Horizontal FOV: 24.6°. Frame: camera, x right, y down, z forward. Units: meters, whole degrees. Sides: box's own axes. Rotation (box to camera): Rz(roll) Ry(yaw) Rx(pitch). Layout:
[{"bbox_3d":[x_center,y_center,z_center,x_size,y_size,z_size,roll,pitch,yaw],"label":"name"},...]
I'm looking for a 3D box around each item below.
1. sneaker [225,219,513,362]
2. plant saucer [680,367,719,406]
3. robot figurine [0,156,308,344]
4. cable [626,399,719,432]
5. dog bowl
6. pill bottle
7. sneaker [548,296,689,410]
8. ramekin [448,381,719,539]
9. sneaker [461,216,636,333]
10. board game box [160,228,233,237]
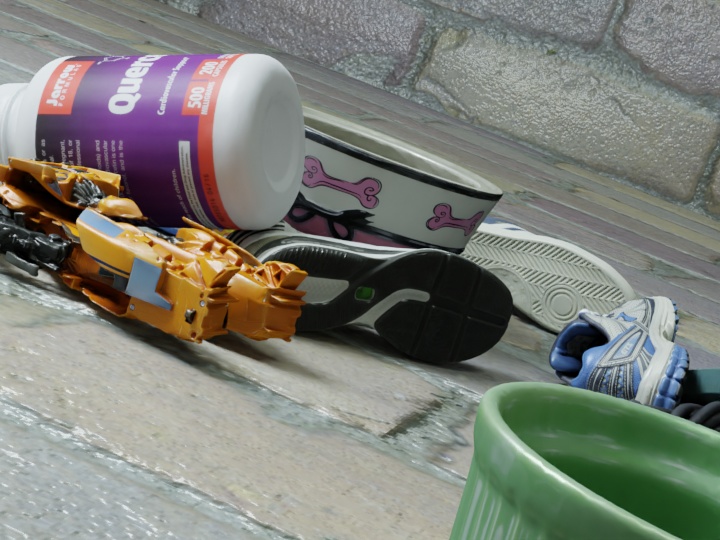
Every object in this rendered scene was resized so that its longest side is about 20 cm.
[{"bbox_3d":[0.000,0.000,1.106,0.200,0.076,0.115,12,15,-29],"label":"sneaker"},{"bbox_3d":[0.254,0.088,1.159,0.070,0.019,0.200,20,-5,-3],"label":"plant saucer"},{"bbox_3d":[-0.136,-0.014,0.967,0.200,0.058,0.145,26,11,27],"label":"robot figurine"},{"bbox_3d":[0.252,0.127,1.003,0.200,0.051,0.163,17,9,-25],"label":"cable"},{"bbox_3d":[-0.001,-0.060,1.211,0.200,0.074,0.200,21,9,-4],"label":"dog bowl"},{"bbox_3d":[-0.143,-0.084,1.078,0.200,0.113,0.112,2,4,19],"label":"pill bottle"},{"bbox_3d":[0.179,0.054,1.181,0.085,0.077,0.200,16,10,0],"label":"sneaker"},{"bbox_3d":[0.123,0.128,0.635,0.200,0.098,0.200,19,10,-4],"label":"ramekin"},{"bbox_3d":[0.142,-0.003,1.386,0.200,0.075,0.084,23,15,18],"label":"sneaker"},{"bbox_3d":[-0.082,-0.041,1.264,0.135,0.035,0.200,24,11,18],"label":"board game box"}]
